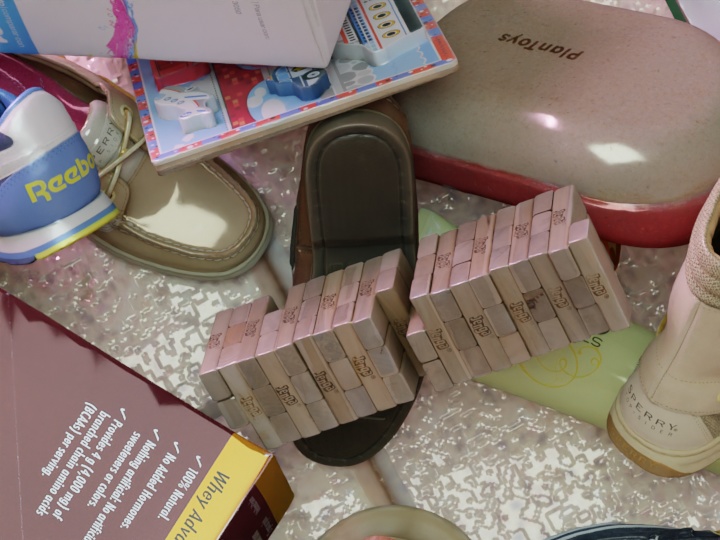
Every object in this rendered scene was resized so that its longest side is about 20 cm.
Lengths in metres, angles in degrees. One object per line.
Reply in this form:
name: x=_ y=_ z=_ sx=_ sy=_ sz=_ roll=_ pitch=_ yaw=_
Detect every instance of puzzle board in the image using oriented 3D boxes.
puzzle board: x=-0.042 y=-0.114 z=1.418 sx=0.150 sy=0.200 sz=0.017 roll=-20 pitch=116 yaw=-1

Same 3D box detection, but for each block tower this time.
block tower: x=0.027 y=0.023 z=1.346 sx=0.199 sy=0.058 sz=0.054 roll=-19 pitch=120 yaw=20

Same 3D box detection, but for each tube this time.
tube: x=0.104 y=0.043 z=1.434 sx=0.199 sy=0.052 sz=0.058 roll=24 pitch=45 yaw=11

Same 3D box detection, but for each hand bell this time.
hand bell: x=0.010 y=0.148 z=1.337 sx=0.104 sy=0.200 sz=0.105 roll=-1 pitch=77 yaw=4

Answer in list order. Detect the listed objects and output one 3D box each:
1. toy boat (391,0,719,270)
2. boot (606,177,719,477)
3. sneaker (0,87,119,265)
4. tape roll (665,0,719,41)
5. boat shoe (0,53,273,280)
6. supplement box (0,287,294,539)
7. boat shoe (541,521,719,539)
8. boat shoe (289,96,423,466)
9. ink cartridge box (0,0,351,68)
toy boat: x=0.106 y=-0.053 z=1.422 sx=0.199 sy=0.131 sz=0.130 roll=18 pitch=45 yaw=41
boot: x=0.204 y=-0.005 z=1.355 sx=0.073 sy=0.156 sz=0.200 roll=40 pitch=51 yaw=22
sneaker: x=-0.204 y=-0.055 z=1.420 sx=0.199 sy=0.083 sz=0.074 roll=2 pitch=31 yaw=40
tape roll: x=0.186 y=-0.146 z=1.393 sx=0.048 sy=0.200 sz=0.201 roll=-26 pitch=77 yaw=-3
boat shoe: x=-0.137 y=-0.060 z=1.460 sx=0.199 sy=0.069 sz=0.074 roll=28 pitch=80 yaw=9
supplement box: x=-0.170 y=0.129 z=1.386 sx=0.200 sy=0.133 sz=0.198 roll=31 pitch=80 yaw=10
boat shoe: x=0.166 y=0.153 z=1.382 sx=0.199 sy=0.091 sz=0.071 roll=1 pitch=77 yaw=4
boat shoe: x=0.000 y=0.000 z=1.410 sx=0.072 sy=0.068 sz=0.201 roll=6 pitch=121 yaw=-4
ink cartridge box: x=-0.096 y=-0.178 z=1.386 sx=0.199 sy=0.085 sz=0.145 roll=4 pitch=52 yaw=20
